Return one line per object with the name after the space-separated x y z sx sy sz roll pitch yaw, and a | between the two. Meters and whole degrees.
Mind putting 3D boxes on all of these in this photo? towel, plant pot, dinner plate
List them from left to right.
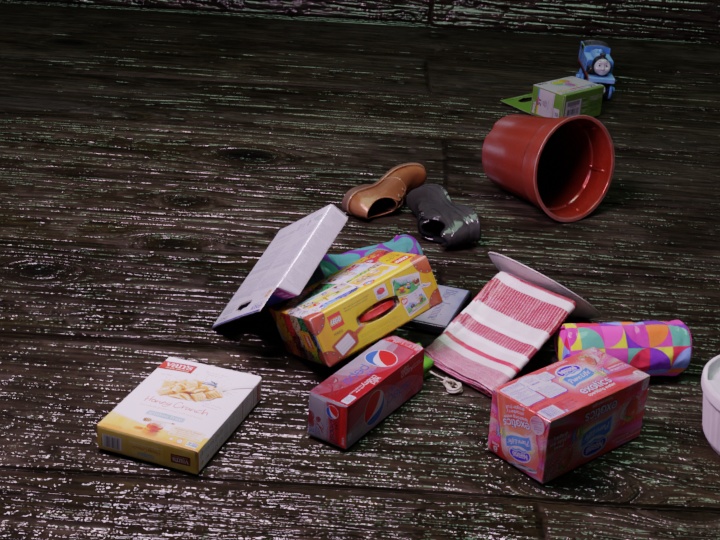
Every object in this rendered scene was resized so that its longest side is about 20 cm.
0.200 0.087 1.767 0.144 0.023 0.200 25 58 39 | towel
0.281 0.029 1.889 0.200 0.024 0.200 31 -3 2 | dinner plate
0.348 -0.212 2.337 0.200 0.202 0.195 -12 21 -30 | plant pot

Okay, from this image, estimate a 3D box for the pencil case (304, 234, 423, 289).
0.000 0.000 1.909 0.199 0.085 0.092 -13 43 -30 | pencil case

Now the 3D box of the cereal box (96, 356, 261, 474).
-0.232 0.183 1.587 0.143 0.040 0.200 11 26 15 | cereal box

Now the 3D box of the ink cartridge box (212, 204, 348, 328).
-0.120 0.006 1.797 0.200 0.043 0.196 -58 17 -23 | ink cartridge box

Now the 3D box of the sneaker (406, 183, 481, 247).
0.131 -0.098 2.195 0.090 0.076 0.200 -20 29 -24 | sneaker

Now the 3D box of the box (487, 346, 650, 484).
0.270 0.184 1.581 0.199 0.095 0.102 -18 32 -37 | box

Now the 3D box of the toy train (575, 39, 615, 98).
0.588 -0.503 3.046 0.086 0.115 0.200 3 25 1 | toy train

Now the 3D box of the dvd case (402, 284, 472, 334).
0.064 0.049 1.932 0.199 0.018 0.143 11 26 16 | dvd case

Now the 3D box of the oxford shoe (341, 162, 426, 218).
0.061 -0.142 2.286 0.200 0.072 0.071 -31 45 -33 | oxford shoe

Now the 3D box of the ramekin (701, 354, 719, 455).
0.543 0.191 1.600 0.201 0.095 0.203 2 26 -1 | ramekin

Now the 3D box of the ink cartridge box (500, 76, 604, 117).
0.454 -0.418 2.897 0.147 0.076 0.200 -18 34 -37 | ink cartridge box

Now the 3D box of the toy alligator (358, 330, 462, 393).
0.063 0.118 1.744 0.199 0.055 0.059 20 30 31 | toy alligator

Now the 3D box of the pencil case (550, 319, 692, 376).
0.375 0.117 1.757 0.199 0.089 0.088 -3 26 -9 | pencil case

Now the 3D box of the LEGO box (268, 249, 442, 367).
-0.008 0.050 1.746 0.199 0.077 0.149 -29 17 -23 | LEGO box

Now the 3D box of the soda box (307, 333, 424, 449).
0.011 0.160 1.630 0.063 0.070 0.200 17 29 29 | soda box
